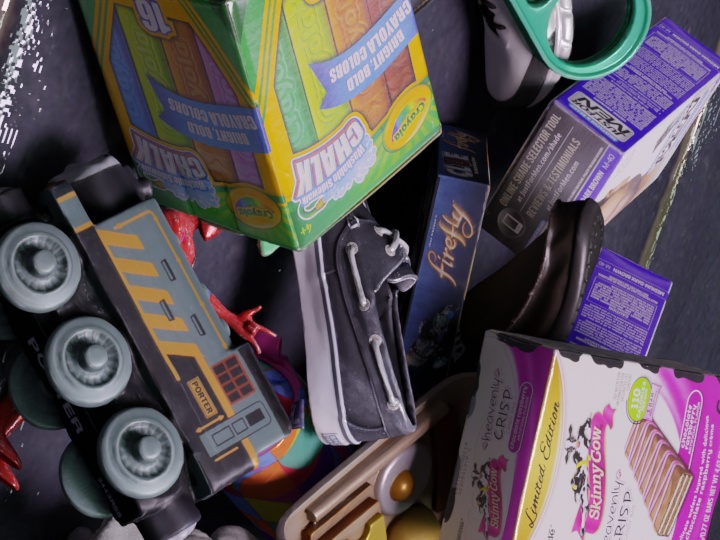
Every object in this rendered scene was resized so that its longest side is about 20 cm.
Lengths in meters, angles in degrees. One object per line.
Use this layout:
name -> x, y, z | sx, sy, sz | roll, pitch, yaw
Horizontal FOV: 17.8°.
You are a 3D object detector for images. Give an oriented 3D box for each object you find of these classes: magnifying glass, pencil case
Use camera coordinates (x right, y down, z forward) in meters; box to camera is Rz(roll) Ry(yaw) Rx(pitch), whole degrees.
magnifying glass -> 0.102, -0.174, 1.402 | 0.199, 0.022, 0.080 | 22, 107, -36
pencil case -> -0.041, 0.121, 1.420 | 0.089, 0.088, 0.200 | -56, 148, -17

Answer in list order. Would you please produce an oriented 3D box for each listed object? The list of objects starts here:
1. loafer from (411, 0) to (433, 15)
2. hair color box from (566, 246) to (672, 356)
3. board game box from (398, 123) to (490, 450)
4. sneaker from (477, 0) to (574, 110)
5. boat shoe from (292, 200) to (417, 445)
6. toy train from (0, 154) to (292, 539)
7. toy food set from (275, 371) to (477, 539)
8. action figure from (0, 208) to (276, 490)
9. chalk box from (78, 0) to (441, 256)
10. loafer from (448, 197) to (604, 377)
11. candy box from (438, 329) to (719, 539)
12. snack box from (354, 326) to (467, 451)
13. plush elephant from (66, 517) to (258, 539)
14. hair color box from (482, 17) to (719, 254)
loafer -> 0.048, -0.209, 1.298 | 0.073, 0.072, 0.201 | 41, 67, -25
hair color box -> 0.147, 0.090, 1.578 | 0.200, 0.064, 0.110 | -60, 176, -46
board game box -> 0.044, 0.020, 1.461 | 0.136, 0.034, 0.201 | -83, -175, -74
sneaker -> 0.091, -0.193, 1.445 | 0.079, 0.074, 0.201 | -13, 123, -26
boat shoe -> 0.000, 0.000, 1.350 | 0.072, 0.067, 0.202 | 19, 65, -71
toy train -> -0.121, 0.038, 1.172 | 0.114, 0.201, 0.085 | -28, 178, -31
toy food set -> 0.031, 0.170, 1.385 | 0.200, 0.060, 0.144 | -37, 136, -34
action figure -> -0.115, 0.045, 1.247 | 0.200, 0.099, 0.065 | -54, 179, -23
chalk box -> -0.047, -0.098, 1.205 | 0.124, 0.123, 0.201 | -43, 133, -31
loafer -> 0.096, 0.032, 1.459 | 0.073, 0.071, 0.201 | -62, 175, -54
candy box -> 0.145, 0.118, 1.411 | 0.199, 0.061, 0.137 | 10, 93, -46
snack box -> 0.045, 0.135, 1.599 | 0.200, 0.037, 0.117 | -48, 144, -28
plush elephant -> -0.131, 0.206, 1.281 | 0.164, 0.199, 0.156 | 32, 65, -51
hair color box -> 0.166, -0.086, 1.543 | 0.200, 0.065, 0.110 | -35, 160, -53
